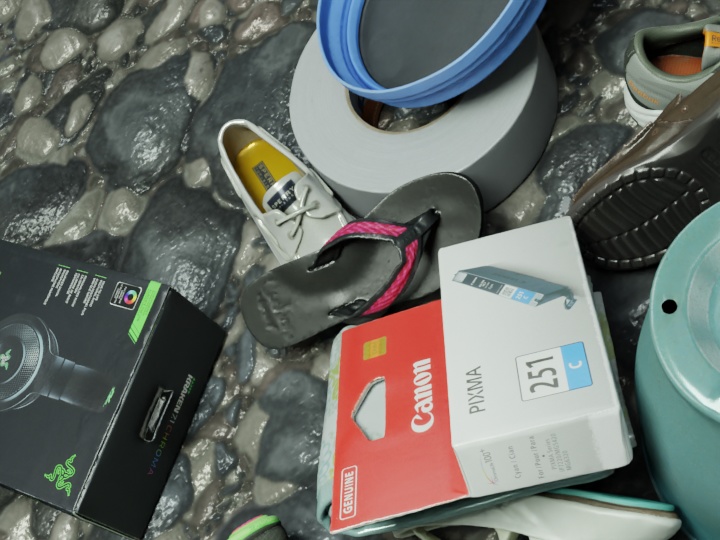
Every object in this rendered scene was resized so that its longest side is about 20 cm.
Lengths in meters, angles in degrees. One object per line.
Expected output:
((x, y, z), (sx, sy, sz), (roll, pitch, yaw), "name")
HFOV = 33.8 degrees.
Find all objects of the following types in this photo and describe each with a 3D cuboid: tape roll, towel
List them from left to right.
((0.048, -0.134, 0.903), (0.197, 0.066, 0.203), (-11, 62, 20), "tape roll")
((0.069, 0.081, 0.761), (0.197, 0.049, 0.172), (-15, 31, 14), "towel")

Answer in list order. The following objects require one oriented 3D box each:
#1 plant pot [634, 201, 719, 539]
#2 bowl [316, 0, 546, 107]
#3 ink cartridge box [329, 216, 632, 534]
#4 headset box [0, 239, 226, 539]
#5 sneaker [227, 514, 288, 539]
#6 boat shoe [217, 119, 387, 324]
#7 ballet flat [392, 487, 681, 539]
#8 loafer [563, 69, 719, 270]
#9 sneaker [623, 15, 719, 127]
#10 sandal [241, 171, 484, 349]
((0.240, 0.055, 0.650), (0.197, 0.188, 0.203), (-10, 62, 19), "plant pot")
((0.055, -0.208, 0.845), (0.199, 0.039, 0.204), (-21, 55, 34), "bowl")
((0.060, 0.056, 0.716), (0.173, 0.045, 0.201), (-16, 31, 10), "ink cartridge box")
((-0.219, 0.089, 0.898), (0.197, 0.093, 0.176), (14, 72, 28), "headset box")
((-0.090, 0.259, 0.779), (0.083, 0.077, 0.202), (21, 78, 13), "sneaker")
((-0.047, -0.043, 0.896), (0.071, 0.070, 0.201), (-38, 60, 3), "boat shoe")
((0.102, 0.161, 0.739), (0.197, 0.069, 0.070), (5, 68, 34), "ballet flat")
((0.216, -0.073, 0.779), (0.199, 0.073, 0.071), (-38, 19, 32), "loafer")
((0.272, -0.135, 0.795), (0.197, 0.079, 0.075), (-1, 63, 22), "sneaker")
((0.000, 0.000, 0.828), (0.198, 0.045, 0.076), (-29, 88, 16), "sandal")
